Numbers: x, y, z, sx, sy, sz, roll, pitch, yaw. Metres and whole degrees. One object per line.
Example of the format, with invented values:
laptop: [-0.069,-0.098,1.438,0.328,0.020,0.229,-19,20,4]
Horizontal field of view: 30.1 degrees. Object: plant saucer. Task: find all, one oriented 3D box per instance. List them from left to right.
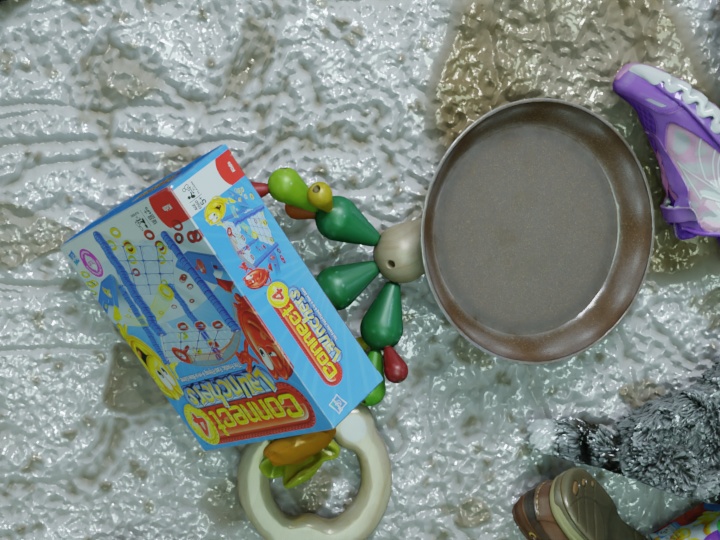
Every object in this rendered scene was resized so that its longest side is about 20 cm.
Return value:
plant saucer: [0.133,-0.030,1.027,0.198,0.032,0.203,-2,96,-21]

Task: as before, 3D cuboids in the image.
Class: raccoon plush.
raccoon plush: [0.242,0.102,1.054,0.198,0.097,0.136,13,92,-6]

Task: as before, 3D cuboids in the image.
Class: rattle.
rattle: [-0.027,0.207,1.033,0.129,0.143,0.203,1,95,-22]

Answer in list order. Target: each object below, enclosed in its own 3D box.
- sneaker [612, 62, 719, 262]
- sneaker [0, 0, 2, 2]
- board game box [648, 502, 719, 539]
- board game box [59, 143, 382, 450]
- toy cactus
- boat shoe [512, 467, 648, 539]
sneaker: [0.259,-0.072,1.025,0.200,0.081,0.088,43,99,-11]
sneaker: [-0.230,-0.274,0.951,0.076,0.091,0.201,37,98,-11]
board game box: [0.351,0.217,1.064,0.199,0.105,0.104,-30,101,-3]
board game box: [-0.106,0.029,0.964,0.056,0.199,0.197,-41,102,-33]
toy cactus: [0.000,0.000,1.023,0.164,0.102,0.202,-26,93,-8]
boat shoe: [0.198,0.245,1.092,0.067,0.072,0.201,-25,113,35]
